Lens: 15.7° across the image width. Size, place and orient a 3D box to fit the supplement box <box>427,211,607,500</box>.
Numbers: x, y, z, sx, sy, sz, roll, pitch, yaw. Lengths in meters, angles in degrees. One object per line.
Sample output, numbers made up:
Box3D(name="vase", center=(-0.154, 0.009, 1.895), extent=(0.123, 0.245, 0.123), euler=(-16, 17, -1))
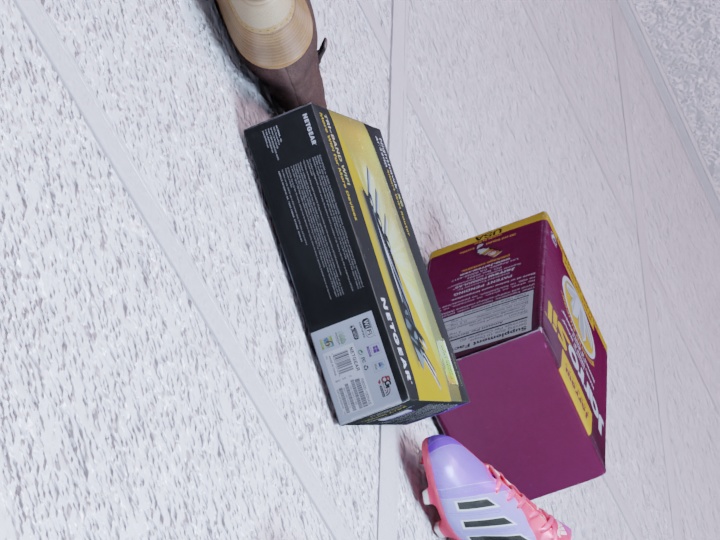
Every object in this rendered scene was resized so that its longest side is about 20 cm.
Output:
Box3D(name="supplement box", center=(0.113, 0.064, 1.925), extent=(0.200, 0.103, 0.131), euler=(-79, 147, -63))

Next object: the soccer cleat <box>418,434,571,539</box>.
Box3D(name="soccer cleat", center=(0.102, 0.173, 1.787), extent=(0.067, 0.076, 0.200), euler=(-94, 158, -48))

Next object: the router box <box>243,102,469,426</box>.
Box3D(name="router box", center=(0.000, 0.000, 1.700), extent=(0.157, 0.052, 0.201), euler=(9, 61, -74))

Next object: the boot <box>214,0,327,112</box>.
Box3D(name="boot", center=(-0.074, -0.202, 1.727), extent=(0.167, 0.072, 0.201), euler=(71, 2, -63))
